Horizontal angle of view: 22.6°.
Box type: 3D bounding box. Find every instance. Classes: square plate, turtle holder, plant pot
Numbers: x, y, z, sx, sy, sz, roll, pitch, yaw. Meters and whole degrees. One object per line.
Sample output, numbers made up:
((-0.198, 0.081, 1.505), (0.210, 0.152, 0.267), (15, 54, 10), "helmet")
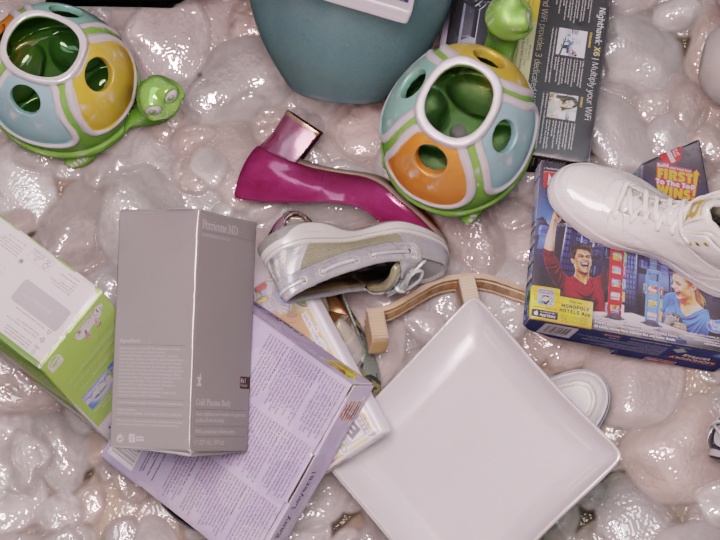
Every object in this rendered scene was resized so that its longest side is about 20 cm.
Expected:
((0.094, 0.160, 1.543), (0.200, 0.028, 0.198), (-46, 63, 8), "square plate")
((0.101, -0.140, 1.589), (0.185, 0.132, 0.141), (-35, 77, -6), "turtle holder")
((-0.268, -0.169, 1.666), (0.141, 0.132, 0.185), (-43, 78, -11), "turtle holder")
((-0.014, -0.230, 1.666), (0.198, 0.200, 0.136), (8, 109, 3), "plant pot")

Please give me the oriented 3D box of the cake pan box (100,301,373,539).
((-0.111, 0.135, 1.569), (0.184, 0.052, 0.201), (32, 99, 25), "cake pan box")

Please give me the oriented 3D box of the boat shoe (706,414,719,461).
((0.342, 0.159, 1.599), (0.068, 0.072, 0.202), (-2, 84, -3), "boat shoe")

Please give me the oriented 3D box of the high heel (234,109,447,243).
((-0.018, -0.056, 1.676), (0.199, 0.067, 0.096), (37, 97, 11), "high heel")

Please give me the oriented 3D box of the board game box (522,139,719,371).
((0.245, -0.027, 1.636), (0.198, 0.062, 0.201), (11, 70, -10), "board game box")

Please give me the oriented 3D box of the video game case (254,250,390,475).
((-0.092, 0.102, 1.603), (0.181, 0.023, 0.201), (-35, 75, 20), "video game case")

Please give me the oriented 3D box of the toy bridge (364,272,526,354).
((0.101, 0.035, 1.646), (0.198, 0.027, 0.068), (-5, 54, -9), "toy bridge")

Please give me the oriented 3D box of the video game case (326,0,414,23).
((-0.010, -0.308, 1.568), (0.142, 0.018, 0.201), (16, 52, -5), "video game case")

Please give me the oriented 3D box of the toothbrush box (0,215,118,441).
((-0.270, 0.048, 1.559), (0.145, 0.200, 0.086), (34, 78, 20), "toothbrush box")

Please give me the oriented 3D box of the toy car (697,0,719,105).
((0.412, -0.232, 1.661), (0.174, 0.150, 0.202), (12, 75, 4), "toy car")

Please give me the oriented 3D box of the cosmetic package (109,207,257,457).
((-0.147, 0.051, 1.509), (0.090, 0.107, 0.202), (3, 88, 25), "cosmetic package")

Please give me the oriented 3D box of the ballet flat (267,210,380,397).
((-0.037, 0.037, 1.635), (0.069, 0.071, 0.201), (-19, 75, -7), "ballet flat")

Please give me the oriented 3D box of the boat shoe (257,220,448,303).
((0.000, -0.001, 1.585), (0.201, 0.074, 0.065), (4, 58, -43), "boat shoe")

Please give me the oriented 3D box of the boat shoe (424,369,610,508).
((0.137, 0.149, 1.592), (0.201, 0.086, 0.075), (-31, 76, -7), "boat shoe")

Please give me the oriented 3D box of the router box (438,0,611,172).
((0.151, -0.198, 1.705), (0.156, 0.052, 0.202), (9, 76, 4), "router box")

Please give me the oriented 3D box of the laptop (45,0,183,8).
((-0.175, -0.314, 1.662), (0.198, 0.187, 0.117), (-3, 88, -23), "laptop")

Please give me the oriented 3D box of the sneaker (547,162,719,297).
((0.266, -0.052, 1.556), (0.199, 0.116, 0.074), (25, 70, -4), "sneaker")
